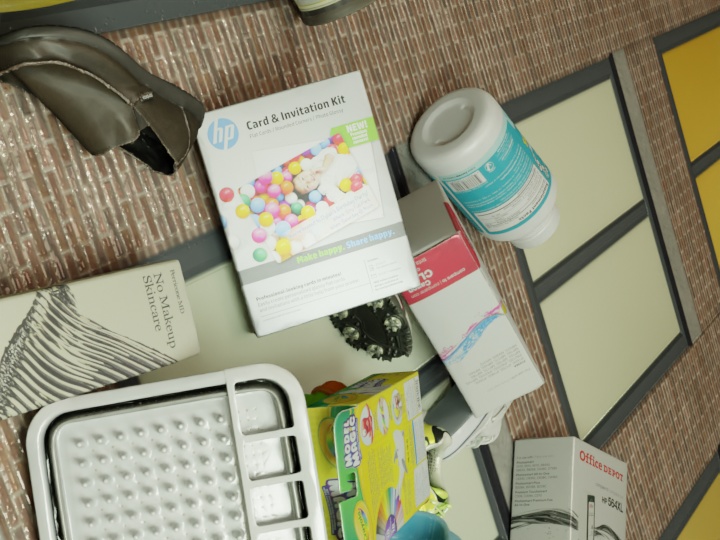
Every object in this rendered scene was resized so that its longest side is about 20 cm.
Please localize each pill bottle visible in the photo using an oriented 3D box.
[{"bbox_3d":[0.152,-0.108,1.294,0.200,0.111,0.111,44,49,-39],"label":"pill bottle"}]

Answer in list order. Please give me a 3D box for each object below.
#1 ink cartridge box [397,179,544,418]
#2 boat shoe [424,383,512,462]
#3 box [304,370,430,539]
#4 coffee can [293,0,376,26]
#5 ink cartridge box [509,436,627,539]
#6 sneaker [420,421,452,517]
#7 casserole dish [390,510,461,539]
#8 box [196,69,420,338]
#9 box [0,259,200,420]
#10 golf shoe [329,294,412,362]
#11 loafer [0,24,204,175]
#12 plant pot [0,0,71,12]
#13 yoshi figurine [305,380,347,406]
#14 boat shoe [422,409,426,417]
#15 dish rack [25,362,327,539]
[{"bbox_3d":[0.098,0.028,1.160,0.200,0.086,0.148,61,6,-24],"label":"ink cartridge box"},{"bbox_3d":[0.126,0.157,1.221,0.200,0.073,0.065,-41,110,-48],"label":"boat shoe"},{"bbox_3d":[0.006,0.152,0.897,0.200,0.048,0.118,-9,94,-74],"label":"box"},{"bbox_3d":[-0.040,-0.357,1.074,0.200,0.146,0.146,58,41,-25],"label":"coffee can"},{"bbox_3d":[0.246,0.309,1.332,0.146,0.084,0.200,30,59,-45],"label":"ink cartridge box"},{"bbox_3d":[0.044,0.240,1.089,0.075,0.076,0.200,23,64,-50],"label":"sneaker"},{"bbox_3d":[-0.014,0.245,0.932,0.121,0.200,0.039,-81,169,-67],"label":"casserole dish"},{"bbox_3d":[-0.048,-0.059,0.998,0.156,0.041,0.200,-17,96,-10],"label":"box"},{"bbox_3d":[-0.212,0.049,0.805,0.200,0.068,0.082,-18,96,-53],"label":"box"},{"bbox_3d":[0.000,0.000,1.096,0.200,0.077,0.088,58,36,-26],"label":"golf shoe"},{"bbox_3d":[-0.196,-0.126,0.867,0.200,0.073,0.072,20,65,-48],"label":"loafer"},{"bbox_3d":[-0.224,-0.284,0.786,0.200,0.176,0.200,-42,114,-49],"label":"plant pot"},{"bbox_3d":[-0.074,0.157,0.932,0.200,0.112,0.113,-7,93,-50],"label":"yoshi figurine"},{"bbox_3d":[-0.009,0.200,1.041,0.200,0.060,0.074,-59,169,-21],"label":"boat shoe"},{"bbox_3d":[-0.132,0.164,0.823,0.200,0.044,0.172,-9,89,-10],"label":"dish rack"}]
